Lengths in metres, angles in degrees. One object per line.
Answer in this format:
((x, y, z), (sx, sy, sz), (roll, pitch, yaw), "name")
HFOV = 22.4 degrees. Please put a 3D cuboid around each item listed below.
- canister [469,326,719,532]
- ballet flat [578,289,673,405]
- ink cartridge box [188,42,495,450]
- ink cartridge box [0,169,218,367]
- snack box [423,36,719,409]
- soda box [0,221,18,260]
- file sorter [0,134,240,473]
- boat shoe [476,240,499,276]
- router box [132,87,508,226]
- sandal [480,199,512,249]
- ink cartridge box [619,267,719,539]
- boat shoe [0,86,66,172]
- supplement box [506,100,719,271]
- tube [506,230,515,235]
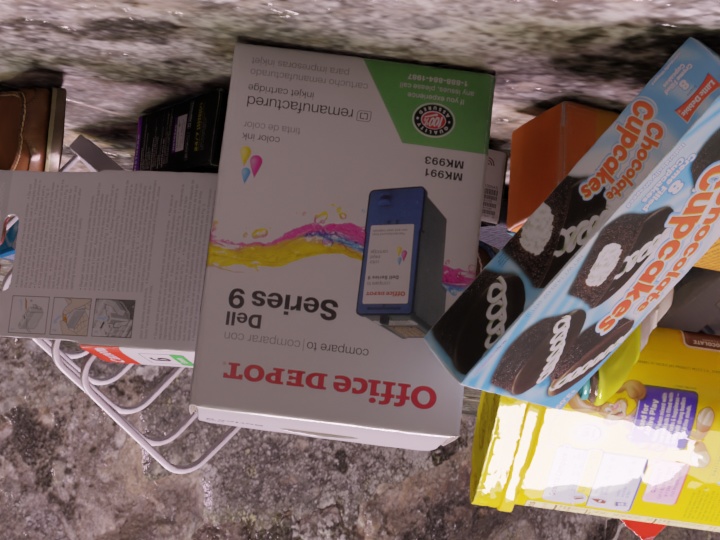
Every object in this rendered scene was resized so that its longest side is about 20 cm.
((0.179, 0.099, 1.159), (0.199, 0.087, 0.149), (8, 135, -1), "canister")
((0.154, 0.000, 1.099), (0.067, 0.200, 0.067), (-2, 130, -2), "ballet flat")
((-0.010, -0.010, 0.988), (0.145, 0.201, 0.088), (8, 172, -3), "ink cartridge box")
((-0.122, -0.001, 1.075), (0.199, 0.109, 0.050), (3, 166, 14), "ink cartridge box")
((0.132, -0.018, 0.919), (0.037, 0.200, 0.116), (49, -164, 29), "snack box")
((-0.196, -0.029, 1.503), (0.199, 0.068, 0.064), (11, 170, -27), "soda box")
((-0.153, 0.026, 1.233), (0.200, 0.125, 0.139), (36, 170, 50), "file sorter")
((0.000, 0.000, 1.194), (0.199, 0.073, 0.072), (-7, 163, 36), "boat shoe")
((-0.029, -0.065, 1.157), (0.199, 0.051, 0.149), (11, 173, -25), "router box")
((0.129, -0.027, 1.359), (0.076, 0.043, 0.200), (-7, 162, 25), "sandal")
((0.225, 0.089, 1.218), (0.162, 0.200, 0.050), (43, -167, -24), "ink cartridge box")
((-0.233, -0.079, 1.166), (0.068, 0.072, 0.200), (9, 171, -18), "boat shoe")
((0.187, -0.042, 1.058), (0.199, 0.067, 0.069), (10, 163, -20), "supplement box")
((0.183, -0.025, 1.207), (0.077, 0.051, 0.200), (27, 160, -24), "tube")
